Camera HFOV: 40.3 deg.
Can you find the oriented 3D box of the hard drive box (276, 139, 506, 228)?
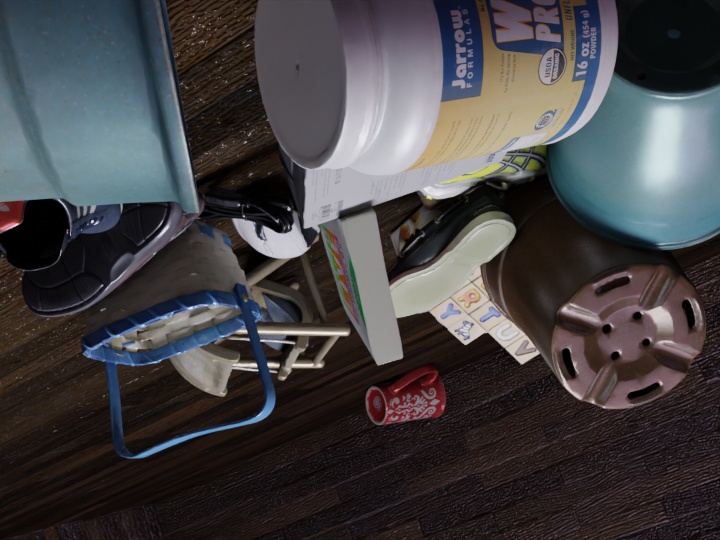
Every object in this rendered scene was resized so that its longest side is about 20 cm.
[{"bbox_3d":[0.033,-0.122,0.820,0.197,0.078,0.156,-18,167,-10],"label":"hard drive box"}]

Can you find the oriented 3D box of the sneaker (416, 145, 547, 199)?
[{"bbox_3d":[0.140,-0.129,0.969,0.197,0.076,0.077,-22,159,-19],"label":"sneaker"}]

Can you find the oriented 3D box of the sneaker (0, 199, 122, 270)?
[{"bbox_3d":[-0.232,-0.037,0.731,0.074,0.086,0.200,-23,167,9],"label":"sneaker"}]

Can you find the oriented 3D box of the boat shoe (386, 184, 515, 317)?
[{"bbox_3d":[0.079,-0.021,1.037,0.074,0.067,0.199,15,139,-32],"label":"boat shoe"}]

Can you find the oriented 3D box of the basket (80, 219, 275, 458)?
[{"bbox_3d":[-0.173,0.061,0.933,0.174,0.203,0.139,-17,161,19],"label":"basket"}]

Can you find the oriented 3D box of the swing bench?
[{"bbox_3d":[-0.138,0.066,1.185,0.197,0.132,0.199,-16,167,-16],"label":"swing bench"}]

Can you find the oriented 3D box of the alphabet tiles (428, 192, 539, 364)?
[{"bbox_3d":[0.160,0.024,1.114,0.166,0.200,0.008,-36,-155,28],"label":"alphabet tiles"}]

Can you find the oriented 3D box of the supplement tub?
[{"bbox_3d":[0.047,-0.140,0.620,0.197,0.147,0.145,-14,165,-28],"label":"supplement tub"}]

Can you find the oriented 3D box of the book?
[{"bbox_3d":[0.000,0.000,0.963,0.047,0.136,0.200,-14,-169,-6],"label":"book"}]

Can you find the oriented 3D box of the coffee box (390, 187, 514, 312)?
[{"bbox_3d":[0.127,-0.041,1.205,0.079,0.116,0.200,-11,163,-31],"label":"coffee box"}]

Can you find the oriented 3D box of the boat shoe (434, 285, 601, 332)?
[{"bbox_3d":[0.182,0.023,1.153,0.196,0.069,0.057,-10,-147,13],"label":"boat shoe"}]

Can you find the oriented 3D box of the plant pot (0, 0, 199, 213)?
[{"bbox_3d":[-0.172,-0.106,0.364,0.192,0.204,0.200,-10,165,-9],"label":"plant pot"}]

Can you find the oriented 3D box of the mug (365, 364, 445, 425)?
[{"bbox_3d":[0.123,0.340,2.742,0.197,0.181,0.133,-7,-162,-33],"label":"mug"}]

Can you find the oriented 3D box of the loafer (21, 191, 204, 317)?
[{"bbox_3d":[-0.219,-0.016,0.877,0.198,0.073,0.063,-31,168,26],"label":"loafer"}]

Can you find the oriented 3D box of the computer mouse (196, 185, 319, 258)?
[{"bbox_3d":[-0.089,-0.040,0.960,0.108,0.045,0.200,6,174,15],"label":"computer mouse"}]

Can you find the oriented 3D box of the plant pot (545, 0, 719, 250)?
[{"bbox_3d":[0.257,-0.151,0.839,0.197,0.202,0.189,-21,151,1],"label":"plant pot"}]

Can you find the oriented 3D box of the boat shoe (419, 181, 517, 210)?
[{"bbox_3d":[0.149,-0.115,1.048,0.197,0.066,0.072,-17,166,-15],"label":"boat shoe"}]

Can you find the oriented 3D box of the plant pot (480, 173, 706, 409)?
[{"bbox_3d":[0.237,0.021,0.980,0.197,0.203,0.199,-21,-154,3],"label":"plant pot"}]
